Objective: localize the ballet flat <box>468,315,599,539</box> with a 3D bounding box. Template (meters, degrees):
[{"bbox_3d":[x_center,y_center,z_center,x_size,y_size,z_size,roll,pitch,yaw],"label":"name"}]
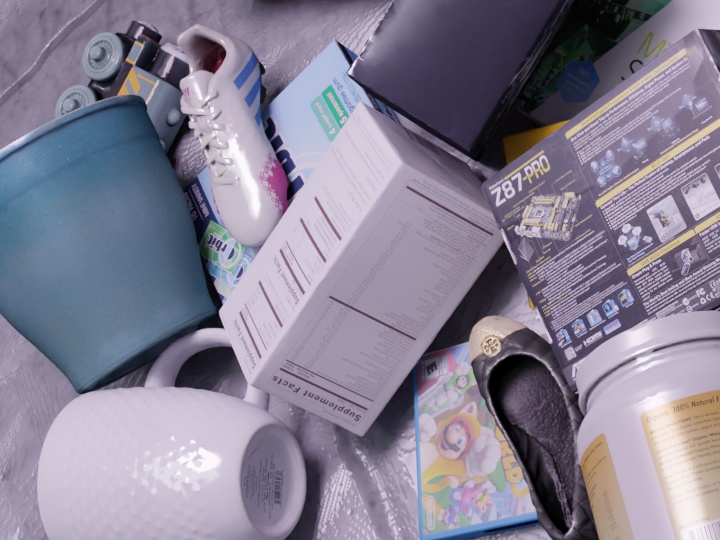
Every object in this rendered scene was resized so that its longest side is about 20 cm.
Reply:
[{"bbox_3d":[0.124,0.106,1.180,0.066,0.057,0.201,-40,52,18],"label":"ballet flat"}]

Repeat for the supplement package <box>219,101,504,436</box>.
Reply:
[{"bbox_3d":[0.000,0.000,1.281,0.201,0.113,0.110,-54,30,15],"label":"supplement package"}]

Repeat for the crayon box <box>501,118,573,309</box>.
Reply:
[{"bbox_3d":[0.174,-0.045,1.194,0.199,0.051,0.128,-13,86,41],"label":"crayon box"}]

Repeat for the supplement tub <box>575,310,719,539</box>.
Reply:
[{"bbox_3d":[0.214,0.141,1.061,0.144,0.144,0.202,-28,57,27],"label":"supplement tub"}]

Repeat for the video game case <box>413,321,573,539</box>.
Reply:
[{"bbox_3d":[0.124,0.108,1.229,0.199,0.018,0.145,-17,62,33],"label":"video game case"}]

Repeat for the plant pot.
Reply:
[{"bbox_3d":[-0.219,-0.010,1.412,0.199,0.200,0.189,-32,85,25],"label":"plant pot"}]

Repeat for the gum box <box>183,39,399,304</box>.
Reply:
[{"bbox_3d":[-0.048,-0.061,1.416,0.200,0.044,0.171,-42,51,17],"label":"gum box"}]

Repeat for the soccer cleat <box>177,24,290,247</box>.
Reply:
[{"bbox_3d":[-0.113,-0.111,1.402,0.070,0.086,0.202,-30,55,27],"label":"soccer cleat"}]

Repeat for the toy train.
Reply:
[{"bbox_3d":[-0.218,-0.124,1.560,0.113,0.085,0.201,28,89,29],"label":"toy train"}]

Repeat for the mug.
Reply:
[{"bbox_3d":[-0.132,0.140,1.341,0.174,0.147,0.202,-5,62,33],"label":"mug"}]

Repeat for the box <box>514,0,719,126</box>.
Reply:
[{"bbox_3d":[0.218,-0.169,1.252,0.144,0.036,0.201,37,97,41],"label":"box"}]

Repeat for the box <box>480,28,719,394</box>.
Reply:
[{"bbox_3d":[0.187,-0.035,1.118,0.200,0.049,0.162,-36,72,37],"label":"box"}]

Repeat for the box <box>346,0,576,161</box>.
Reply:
[{"bbox_3d":[0.087,-0.184,1.244,0.104,0.200,0.183,33,95,4],"label":"box"}]
